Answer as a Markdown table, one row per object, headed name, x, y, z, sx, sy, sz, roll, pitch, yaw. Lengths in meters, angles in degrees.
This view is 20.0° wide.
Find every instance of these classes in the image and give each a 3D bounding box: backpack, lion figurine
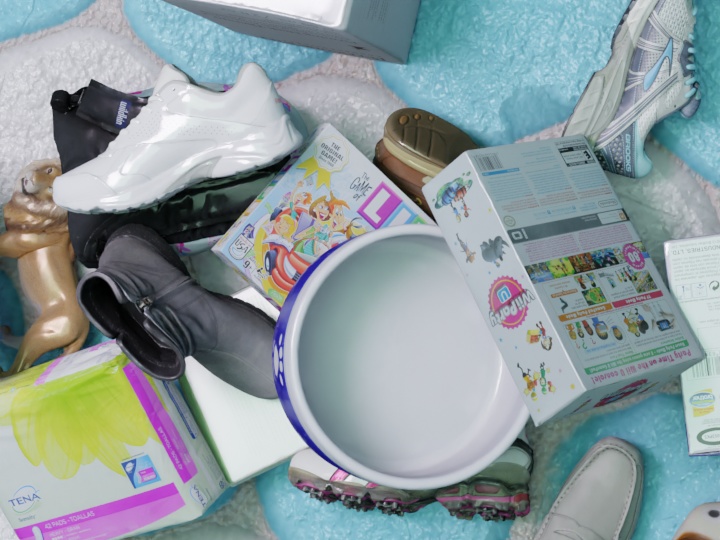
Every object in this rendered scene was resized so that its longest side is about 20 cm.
| name | x | y | z | sx | sy | sz | roll | pitch | yaw |
| --- | --- | --- | --- | --- | --- | --- | --- | --- | --- |
| backpack | -0.141 | -0.089 | 1.680 | 0.199 | 0.127 | 0.168 | -9 | 100 | 13 |
| lion figurine | -0.269 | 0.008 | 1.748 | 0.122 | 0.072 | 0.201 | -14 | 94 | 13 |

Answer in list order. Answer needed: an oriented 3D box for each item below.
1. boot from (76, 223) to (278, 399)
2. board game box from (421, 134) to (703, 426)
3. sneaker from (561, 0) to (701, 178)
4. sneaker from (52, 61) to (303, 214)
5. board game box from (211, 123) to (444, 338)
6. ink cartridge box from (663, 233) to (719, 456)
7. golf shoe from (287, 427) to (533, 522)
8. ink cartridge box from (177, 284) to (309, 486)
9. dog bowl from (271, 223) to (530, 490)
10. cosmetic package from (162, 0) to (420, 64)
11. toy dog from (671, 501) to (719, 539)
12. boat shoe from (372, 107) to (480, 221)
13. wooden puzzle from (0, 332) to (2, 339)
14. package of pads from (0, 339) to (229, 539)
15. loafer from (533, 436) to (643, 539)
| name | x | y | z | sx | sy | sz | roll | pitch | yaw |
| --- | --- | --- | --- | --- | --- | --- | --- | --- | --- |
| boot | -0.135 | 0.057 | 1.595 | 0.200 | 0.132 | 0.070 | 35 | 110 | -10 |
| board game box | 0.151 | 0.003 | 1.532 | 0.064 | 0.147 | 0.200 | -41 | 69 | 42 |
| sneaker | 0.237 | -0.165 | 1.613 | 0.086 | 0.078 | 0.200 | 28 | 103 | 3 |
| sneaker | -0.150 | -0.106 | 1.582 | 0.199 | 0.078 | 0.100 | -19 | 94 | 2 |
| board game box | 0.000 | 0.000 | 1.620 | 0.200 | 0.034 | 0.135 | 42 | 80 | -13 |
| ink cartridge box | 0.313 | 0.068 | 1.574 | 0.136 | 0.076 | 0.201 | -8 | 85 | 16 |
| golf shoe | 0.041 | 0.153 | 1.657 | 0.199 | 0.073 | 0.092 | 2 | 75 | 8 |
| ink cartridge box | -0.050 | 0.073 | 1.693 | 0.199 | 0.048 | 0.146 | -25 | 83 | 2 |
| dog bowl | 0.034 | 0.066 | 1.566 | 0.199 | 0.079 | 0.201 | 1 | 87 | -14 |
| cosmetic package | -0.045 | -0.269 | 1.618 | 0.167 | 0.200 | 0.167 | 12 | 91 | 16 |
| toy dog | 0.324 | 0.254 | 1.551 | 0.200 | 0.139 | 0.194 | 45 | 118 | 13 |
| boat shoe | 0.098 | -0.053 | 1.649 | 0.200 | 0.072 | 0.068 | 33 | 131 | 6 |
| wooden puzzle | -0.357 | 0.007 | 1.735 | 0.200 | 0.046 | 0.186 | -25 | 79 | 57 |
| package of pads | -0.227 | 0.146 | 1.680 | 0.200 | 0.068 | 0.155 | -20 | 104 | 32 |
| loafer | 0.168 | 0.227 | 1.614 | 0.070 | 0.070 | 0.201 | 23 | 95 | 15 |
